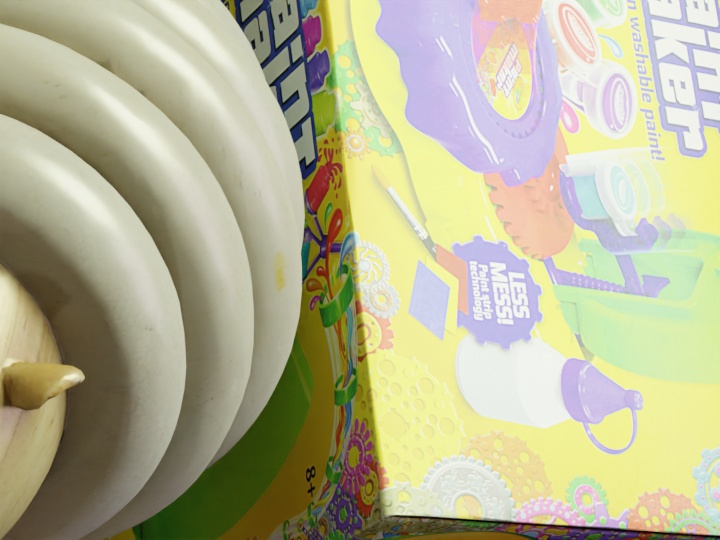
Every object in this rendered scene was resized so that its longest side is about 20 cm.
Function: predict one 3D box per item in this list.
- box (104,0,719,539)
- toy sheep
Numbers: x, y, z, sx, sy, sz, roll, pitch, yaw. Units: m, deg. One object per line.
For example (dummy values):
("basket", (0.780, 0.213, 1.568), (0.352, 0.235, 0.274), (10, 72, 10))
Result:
("box", (0.000, 0.000, 0.731), (0.193, 0.121, 0.201), (-38, -128, 52))
("toy sheep", (-0.074, -0.005, 0.599), (0.200, 0.137, 0.139), (-78, 165, -59))
